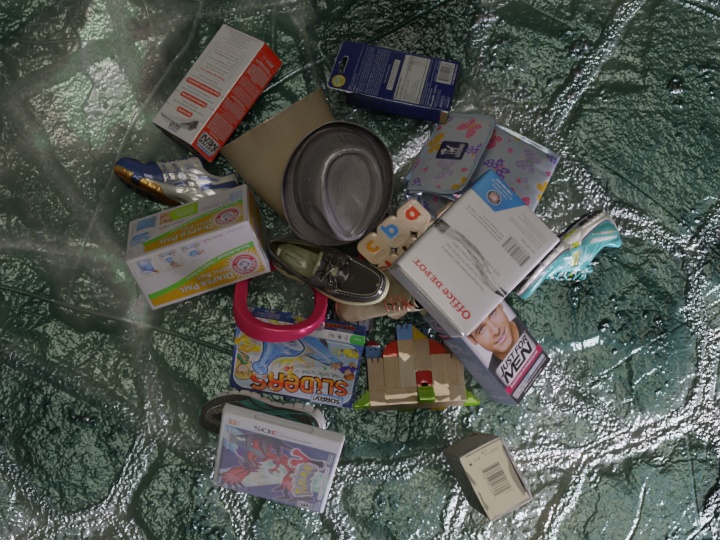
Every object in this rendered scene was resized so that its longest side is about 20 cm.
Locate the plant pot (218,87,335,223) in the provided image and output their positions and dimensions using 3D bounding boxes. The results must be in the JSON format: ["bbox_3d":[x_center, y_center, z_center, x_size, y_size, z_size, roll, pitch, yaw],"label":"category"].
[{"bbox_3d":[-0.091,-0.152,1.572,0.187,0.187,0.200,-32,100,-5],"label":"plant pot"}]

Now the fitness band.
[{"bbox_3d":[-0.123,0.041,1.544,0.143,0.200,0.038,5,126,-5],"label":"fitness band"}]

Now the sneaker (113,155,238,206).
[{"bbox_3d":[-0.293,-0.149,1.613,0.199,0.075,0.088,21,76,-8],"label":"sneaker"}]

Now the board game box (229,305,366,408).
[{"bbox_3d":[-0.099,0.135,1.569,0.199,0.034,0.136,9,116,0],"label":"board game box"}]

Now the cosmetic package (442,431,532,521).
[{"bbox_3d":[0.187,0.305,1.508,0.071,0.200,0.105,-27,86,-5],"label":"cosmetic package"}]

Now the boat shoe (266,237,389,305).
[{"bbox_3d":[-0.055,-0.001,1.508,0.200,0.066,0.072,20,84,23],"label":"boat shoe"}]

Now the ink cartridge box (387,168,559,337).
[{"bbox_3d":[0.160,-0.022,1.444,0.200,0.084,0.145,-44,91,-11],"label":"ink cartridge box"}]

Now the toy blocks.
[{"bbox_3d":[0.083,0.147,1.585,0.199,0.100,0.137,-3,72,-3],"label":"toy blocks"}]

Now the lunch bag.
[{"bbox_3d":[0.185,-0.144,1.578,0.200,0.127,0.170,29,65,4],"label":"lunch bag"}]

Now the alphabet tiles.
[{"bbox_3d":[0.097,-0.013,1.547,0.200,0.015,0.196,-39,116,15],"label":"alphabet tiles"}]

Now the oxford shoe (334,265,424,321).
[{"bbox_3d":[0.055,0.034,1.516,0.199,0.075,0.071,-24,119,7],"label":"oxford shoe"}]

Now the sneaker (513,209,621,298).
[{"bbox_3d":[0.335,-0.015,1.612,0.200,0.078,0.080,-37,95,-5],"label":"sneaker"}]

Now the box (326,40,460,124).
[{"bbox_3d":[0.054,-0.307,1.622,0.199,0.032,0.121,13,54,4],"label":"box"}]

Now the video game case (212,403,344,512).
[{"bbox_3d":[-0.128,0.288,1.517,0.182,0.200,0.023,15,46,0],"label":"video game case"}]

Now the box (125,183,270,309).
[{"bbox_3d":[-0.248,-0.037,1.546,0.199,0.113,0.102,-18,127,4],"label":"box"}]

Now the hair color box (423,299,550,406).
[{"bbox_3d":[0.198,0.105,1.549,0.200,0.061,0.099,49,67,-22],"label":"hair color box"}]

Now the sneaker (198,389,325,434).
[{"bbox_3d":[-0.155,0.239,1.552,0.199,0.091,0.078,5,106,1],"label":"sneaker"}]

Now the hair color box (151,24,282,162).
[{"bbox_3d":[-0.229,-0.285,1.604,0.111,0.064,0.200,31,82,37],"label":"hair color box"}]

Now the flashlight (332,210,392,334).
[{"bbox_3d":[0.000,0.000,1.607,0.068,0.068,0.201,11,79,-26],"label":"flashlight"}]

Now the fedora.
[{"bbox_3d":[-0.024,-0.115,1.473,0.176,0.090,0.201,0,111,-17],"label":"fedora"}]
